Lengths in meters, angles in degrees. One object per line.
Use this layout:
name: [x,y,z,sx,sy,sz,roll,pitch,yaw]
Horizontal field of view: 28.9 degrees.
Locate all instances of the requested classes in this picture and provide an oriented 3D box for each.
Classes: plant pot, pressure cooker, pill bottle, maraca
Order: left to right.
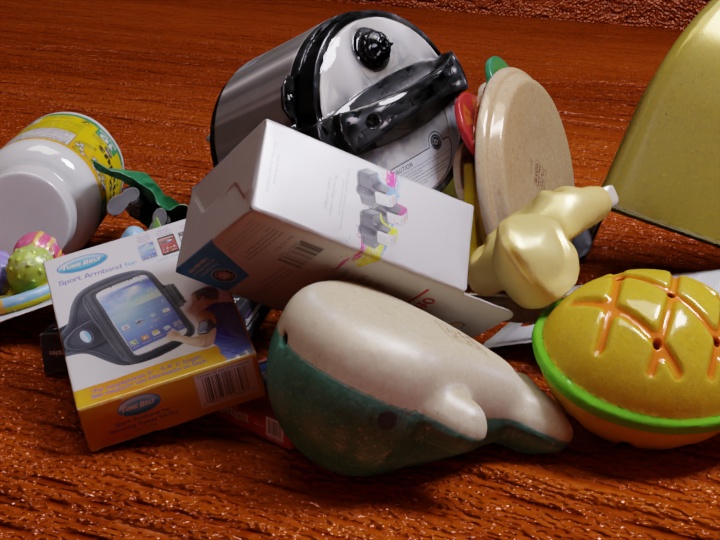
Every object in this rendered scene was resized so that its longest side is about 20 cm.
pill bottle: [-0.284,-0.072,1.273,0.111,0.114,0.200,1,17,0]
pressure cooker: [-0.012,-0.120,1.166,0.178,0.178,0.199,26,-26,-32]
maraca: [0.207,0.056,0.904,0.198,0.108,0.138,-1,40,-16]
plant pot: [0.324,-0.120,1.191,0.192,0.202,0.195,19,4,7]

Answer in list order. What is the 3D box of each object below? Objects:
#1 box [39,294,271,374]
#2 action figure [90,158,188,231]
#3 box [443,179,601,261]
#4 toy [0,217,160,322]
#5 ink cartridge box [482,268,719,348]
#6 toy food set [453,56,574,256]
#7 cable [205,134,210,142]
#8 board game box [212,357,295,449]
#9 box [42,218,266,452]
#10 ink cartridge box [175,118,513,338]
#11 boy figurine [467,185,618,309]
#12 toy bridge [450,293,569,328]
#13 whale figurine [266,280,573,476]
box: [-0.142,0.028,1.070,0.141,0.037,0.200,-3,18,10]
action figure: [-0.189,-0.053,1.277,0.118,0.055,0.200,39,-1,-2]
box: [0.124,-0.073,1.306,0.198,0.051,0.075,20,17,-9]
toy: [-0.247,-0.005,1.089,0.198,0.048,0.115,-15,15,-12]
ink cartridge box: [0.212,0.047,1.080,0.198,0.051,0.162,-10,11,30]
toy food set: [0.131,-0.078,1.187,0.048,0.202,0.197,-5,-9,28]
cable: [-0.043,-0.112,1.463,0.198,0.070,0.200,4,7,16]
board game box: [-0.011,0.075,0.981,0.102,0.020,0.199,18,24,41]
box: [-0.147,0.030,0.952,0.118,0.042,0.201,-17,38,-10]
ink cartridge box: [-0.006,-0.014,0.920,0.198,0.069,0.115,21,-29,-25]
boy figurine: [0.130,-0.019,0.987,0.124,0.065,0.200,-34,1,9]
toy bridge: [0.072,0.033,1.032,0.197,0.028,0.067,-2,11,-1]
whale figurine: [0.032,0.083,0.867,0.198,0.105,0.159,20,12,-28]
